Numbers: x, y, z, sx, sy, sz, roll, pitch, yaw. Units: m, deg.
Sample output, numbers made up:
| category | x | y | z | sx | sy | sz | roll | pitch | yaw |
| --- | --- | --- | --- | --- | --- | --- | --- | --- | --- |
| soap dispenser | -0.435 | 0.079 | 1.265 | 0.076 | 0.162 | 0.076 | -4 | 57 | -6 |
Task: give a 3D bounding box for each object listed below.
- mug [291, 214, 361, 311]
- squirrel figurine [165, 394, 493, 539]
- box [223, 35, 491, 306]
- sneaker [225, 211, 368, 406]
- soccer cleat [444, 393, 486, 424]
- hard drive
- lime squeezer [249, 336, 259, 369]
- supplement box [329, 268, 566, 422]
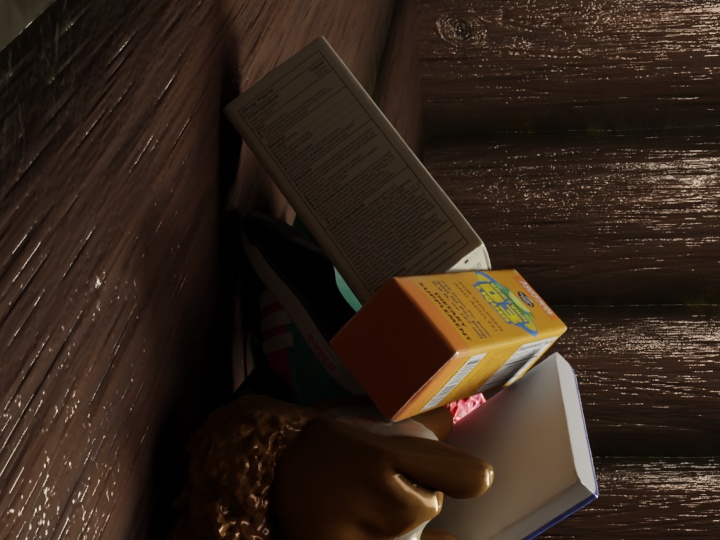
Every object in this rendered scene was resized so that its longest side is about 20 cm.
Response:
| category | x | y | z | sx | sy | sz | roll | pitch | yaw |
| --- | --- | --- | --- | --- | --- | --- | --- | --- | --- |
| mug | 0.004 | -0.003 | 0.969 | 0.153 | 0.113 | 0.186 | 120 | -23 | -43 |
| squirrel figurine | -0.028 | 0.177 | 0.691 | 0.141 | 0.198 | 0.189 | -146 | -115 | -74 |
| box | -0.002 | -0.057 | 0.829 | 0.201 | 0.095 | 0.078 | 55 | 0 | 19 |
| sneaker | -0.056 | 0.057 | 0.839 | 0.121 | 0.083 | 0.201 | -56 | -137 | 22 |
| soccer cleat | 0.059 | 0.092 | 0.870 | 0.068 | 0.073 | 0.200 | -48 | 172 | 6 |
| hard drive | 0.069 | 0.155 | 0.795 | 0.025 | 0.199 | 0.132 | 42 | 24 | -21 |
| lime squeezer | -0.070 | 0.156 | 0.872 | 0.071 | 0.037 | 0.202 | 78 | 15 | -62 |
| supplement box | 0.064 | 0.043 | 0.763 | 0.067 | 0.069 | 0.199 | 49 | 21 | 18 |
